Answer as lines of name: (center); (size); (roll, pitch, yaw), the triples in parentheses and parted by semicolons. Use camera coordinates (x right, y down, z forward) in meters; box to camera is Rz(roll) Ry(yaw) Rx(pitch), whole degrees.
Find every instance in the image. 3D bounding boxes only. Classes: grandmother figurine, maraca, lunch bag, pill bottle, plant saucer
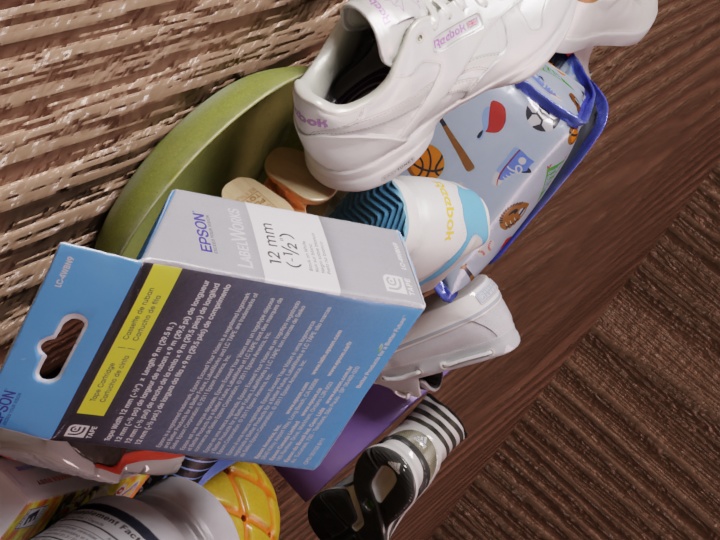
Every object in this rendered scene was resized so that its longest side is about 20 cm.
grandmother figurine: (-0.069, 0.019, 0.939); (0.121, 0.061, 0.200); (-31, 156, -31)
maraca: (-0.136, 0.216, 1.246); (0.107, 0.137, 0.200); (-25, -166, 42)
lunch bag: (0.091, -0.088, 1.166); (0.170, 0.124, 0.200); (-53, 180, 19)
pill bottle: (-0.166, 0.206, 0.965); (0.200, 0.111, 0.111); (-31, 158, -48)
plant saucer: (-0.086, -0.042, 0.898); (0.200, 0.031, 0.200); (-47, 167, -14)

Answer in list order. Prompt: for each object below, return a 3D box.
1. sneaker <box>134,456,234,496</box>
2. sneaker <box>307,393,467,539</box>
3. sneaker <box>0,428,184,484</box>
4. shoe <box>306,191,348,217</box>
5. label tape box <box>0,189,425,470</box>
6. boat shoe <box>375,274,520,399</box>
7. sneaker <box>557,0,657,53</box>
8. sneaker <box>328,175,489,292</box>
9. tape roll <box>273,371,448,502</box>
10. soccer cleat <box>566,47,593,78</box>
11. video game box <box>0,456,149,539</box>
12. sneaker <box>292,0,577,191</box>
sneaker: (-0.141, 0.133, 1.161); (0.200, 0.070, 0.078); (-41, 143, -7)
sneaker: (0.034, 0.177, 1.349); (0.115, 0.076, 0.201); (-37, 170, -36)
sneaker: (-0.161, 0.082, 0.969); (0.200, 0.077, 0.082); (18, 85, -77)
shoe: (0.007, -0.080, 1.001); (0.200, 0.053, 0.070); (121, -13, -51)
label tape box: (-0.088, 0.031, 0.836); (0.200, 0.066, 0.143); (11, 131, -26)
boat shoe: (0.041, 0.065, 1.231); (0.200, 0.069, 0.072); (-27, -171, 35)
sneaker: (0.195, -0.222, 1.220); (0.200, 0.073, 0.085); (-31, 156, -57)
sneaker: (0.000, 0.000, 0.992); (0.081, 0.077, 0.200); (-1, 164, -35)
tape roll: (-0.002, 0.108, 1.404); (0.200, 0.085, 0.200); (-43, 175, -5)
soccer cleat: (0.154, -0.140, 1.335); (0.085, 0.069, 0.200); (-37, 158, -29)
video game box: (-0.243, 0.202, 1.041); (0.200, 0.047, 0.182); (-52, 169, 10)
sneaker: (0.044, -0.129, 0.848); (0.200, 0.075, 0.100); (-45, 151, -9)
